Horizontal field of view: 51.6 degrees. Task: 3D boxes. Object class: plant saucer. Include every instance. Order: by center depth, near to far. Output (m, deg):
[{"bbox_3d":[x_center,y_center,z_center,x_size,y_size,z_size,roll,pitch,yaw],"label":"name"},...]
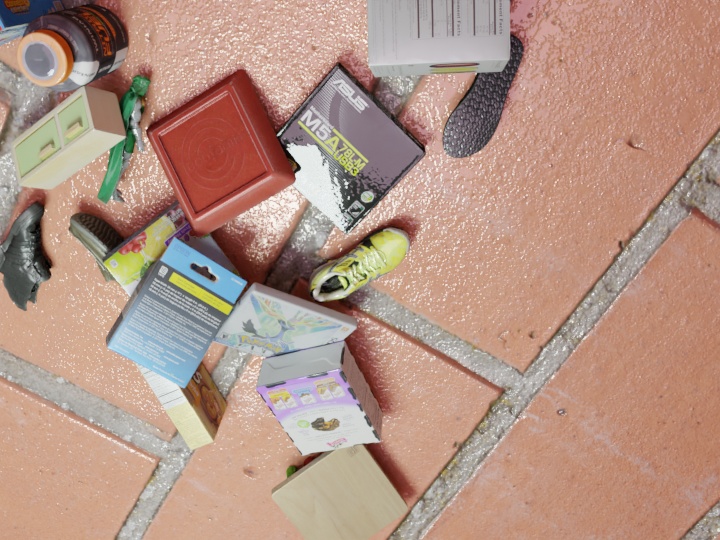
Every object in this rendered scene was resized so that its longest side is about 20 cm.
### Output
[{"bbox_3d":[-0.230,-0.185,1.182,0.197,0.037,0.203,-27,87,12],"label":"plant saucer"}]

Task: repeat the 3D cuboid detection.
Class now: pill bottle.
[{"bbox_3d":[-0.421,-0.323,1.086,0.104,0.201,0.108,1,115,3],"label":"pill bottle"}]

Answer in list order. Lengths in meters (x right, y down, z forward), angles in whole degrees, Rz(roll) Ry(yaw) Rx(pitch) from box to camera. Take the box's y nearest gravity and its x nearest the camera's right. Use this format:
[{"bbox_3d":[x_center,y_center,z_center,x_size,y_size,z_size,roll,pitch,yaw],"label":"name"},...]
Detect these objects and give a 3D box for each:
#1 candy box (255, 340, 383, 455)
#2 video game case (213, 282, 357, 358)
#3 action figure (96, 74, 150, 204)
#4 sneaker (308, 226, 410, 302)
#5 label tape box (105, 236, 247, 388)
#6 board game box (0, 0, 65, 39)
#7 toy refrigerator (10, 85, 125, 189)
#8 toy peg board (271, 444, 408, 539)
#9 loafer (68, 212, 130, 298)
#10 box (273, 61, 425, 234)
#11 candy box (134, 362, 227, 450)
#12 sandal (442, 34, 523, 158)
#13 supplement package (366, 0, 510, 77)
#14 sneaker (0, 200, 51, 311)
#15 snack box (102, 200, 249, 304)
[{"bbox_3d":[-0.069,0.235,1.345,0.165,0.072,0.202,-14,127,17],"label":"candy box"},{"bbox_3d":[-0.133,0.103,1.285,0.197,0.022,0.182,21,139,-24],"label":"video game case"},{"bbox_3d":[-0.376,-0.215,1.198,0.054,0.118,0.203,11,107,-29],"label":"action figure"},{"bbox_3d":[0.000,0.000,1.259,0.198,0.077,0.076,-33,107,16],"label":"sneaker"},{"bbox_3d":[-0.297,0.064,1.206,0.143,0.063,0.202,33,87,-22],"label":"label tape box"},{"bbox_3d":[-0.560,-0.354,1.084,0.193,0.201,0.057,-18,111,11],"label":"board game box"},{"bbox_3d":[-0.466,-0.206,1.174,0.198,0.070,0.077,-24,77,29],"label":"toy refrigerator"},{"bbox_3d":[-0.044,0.430,1.466,0.198,0.098,0.201,-34,109,1],"label":"toy peg board"},{"bbox_3d":[-0.434,-0.014,1.293,0.069,0.075,0.200,-39,106,14],"label":"loafer"},{"bbox_3d":[-0.028,-0.192,1.201,0.200,0.048,0.193,42,113,-14],"label":"box"},{"bbox_3d":[-0.323,0.210,1.362,0.055,0.116,0.202,-22,111,12],"label":"candy box"},{"bbox_3d":[0.192,-0.266,1.158,0.074,0.048,0.203,26,101,-7],"label":"sandal"},{"bbox_3d":[0.111,-0.345,1.070,0.196,0.114,0.112,-1,96,7],"label":"supplement package"},{"bbox_3d":[-0.579,-0.024,1.311,0.104,0.060,0.200,41,116,-12],"label":"sneaker"},{"bbox_3d":[-0.308,0.009,1.264,0.168,0.068,0.201,-40,110,-11],"label":"snack box"}]
